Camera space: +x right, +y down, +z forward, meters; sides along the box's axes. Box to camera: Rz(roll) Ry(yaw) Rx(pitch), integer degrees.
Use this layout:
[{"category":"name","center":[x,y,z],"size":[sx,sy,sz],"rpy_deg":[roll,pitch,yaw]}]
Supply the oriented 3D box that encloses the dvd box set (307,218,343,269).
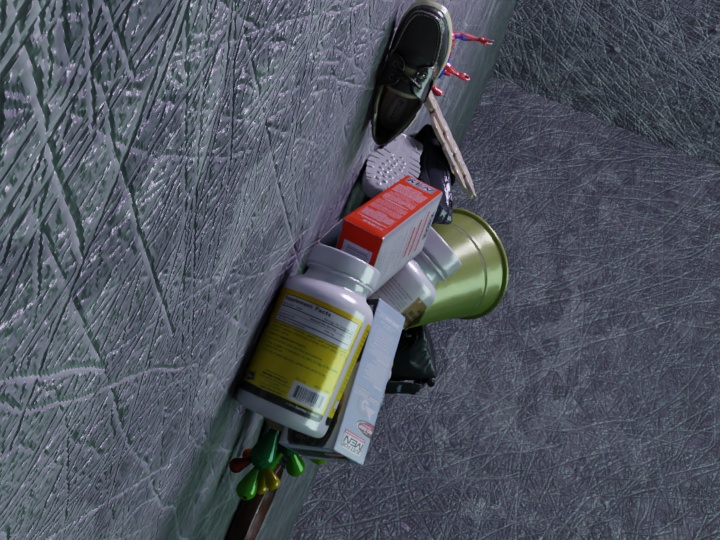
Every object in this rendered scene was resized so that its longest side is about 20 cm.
[{"category":"dvd box set","center":[-0.061,0.038,1.287],"size":[0.146,0.029,0.201],"rpy_deg":[-51,163,-71]}]

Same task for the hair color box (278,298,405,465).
[{"category":"hair color box","center":[-0.022,0.138,1.201],"size":[0.061,0.099,0.201],"rpy_deg":[37,61,-40]}]

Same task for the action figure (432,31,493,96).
[{"category":"action figure","center":[0.164,-0.351,1.603],"size":[0.200,0.098,0.066],"rpy_deg":[72,40,-78]}]

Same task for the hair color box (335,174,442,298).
[{"category":"hair color box","center":[0.033,-0.045,1.249],"size":[0.200,0.061,0.102],"rpy_deg":[-37,150,-56]}]

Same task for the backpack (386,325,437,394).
[{"category":"backpack","center":[0.035,0.148,1.783],"size":[0.127,0.198,0.168],"rpy_deg":[-84,161,-57]}]

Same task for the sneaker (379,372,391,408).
[{"category":"sneaker","center":[-0.001,0.163,1.336],"size":[0.200,0.077,0.083],"rpy_deg":[84,20,-78]}]

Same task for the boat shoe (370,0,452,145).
[{"category":"boat shoe","center":[0.060,-0.232,1.148],"size":[0.201,0.073,0.065],"rpy_deg":[107,3,-48]}]

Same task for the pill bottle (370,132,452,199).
[{"category":"pill bottle","center":[0.082,-0.131,1.571],"size":[0.111,0.110,0.200],"rpy_deg":[107,7,-45]}]

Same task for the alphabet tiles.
[{"category":"alphabet tiles","center":[0.140,-0.215,1.525],"size":[0.196,0.015,0.201],"rpy_deg":[-86,151,-64]}]

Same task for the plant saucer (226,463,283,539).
[{"category":"plant saucer","center":[-0.184,0.412,1.590],"size":[0.200,0.034,0.201],"rpy_deg":[22,90,-85]}]

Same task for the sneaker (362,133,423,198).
[{"category":"sneaker","center":[0.043,-0.138,1.403],"size":[0.081,0.076,0.200],"rpy_deg":[-59,178,30]}]

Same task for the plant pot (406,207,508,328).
[{"category":"plant pot","center":[0.115,0.012,1.583],"size":[0.189,0.200,0.201],"rpy_deg":[-22,140,-48]}]

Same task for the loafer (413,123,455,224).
[{"category":"loafer","center":[0.112,-0.148,1.479],"size":[0.068,0.070,0.201],"rpy_deg":[-48,-152,41]}]

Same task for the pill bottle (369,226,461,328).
[{"category":"pill bottle","center":[0.048,0.025,1.406],"size":[0.200,0.114,0.114],"rpy_deg":[-41,174,0]}]

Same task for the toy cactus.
[{"category":"toy cactus","center":[-0.101,0.207,1.256],"size":[0.199,0.102,0.166],"rpy_deg":[-33,135,-24]}]

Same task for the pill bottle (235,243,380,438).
[{"category":"pill bottle","center":[-0.054,0.078,1.077],"size":[0.112,0.112,0.201],"rpy_deg":[80,34,-80]}]

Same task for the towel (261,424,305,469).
[{"category":"towel","center":[-0.075,0.187,1.468],"size":[0.200,0.085,0.166],"rpy_deg":[-61,172,-53]}]
